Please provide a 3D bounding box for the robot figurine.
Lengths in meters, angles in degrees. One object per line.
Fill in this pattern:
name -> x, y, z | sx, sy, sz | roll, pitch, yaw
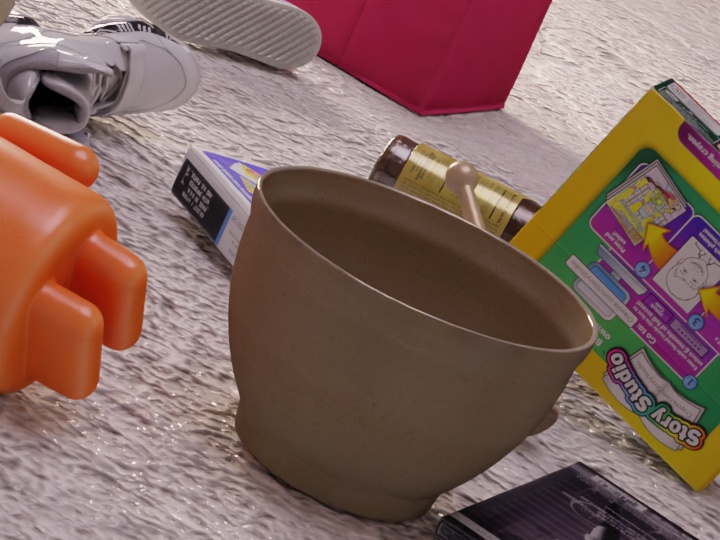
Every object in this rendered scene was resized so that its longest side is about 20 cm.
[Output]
robot figurine -> -0.203, -0.015, 1.245 | 0.199, 0.144, 0.117 | 29, 1, 13

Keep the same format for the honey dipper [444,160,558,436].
honey dipper -> 0.082, 0.012, 1.550 | 0.038, 0.038, 0.201 | 12, 48, -36

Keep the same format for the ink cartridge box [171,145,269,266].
ink cartridge box -> 0.000, 0.000, 1.602 | 0.199, 0.044, 0.198 | 13, 23, -38

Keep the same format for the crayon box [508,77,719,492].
crayon box -> 0.207, 0.010, 1.563 | 0.200, 0.173, 0.058 | 45, 23, 8

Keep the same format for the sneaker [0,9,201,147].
sneaker -> -0.183, -0.125, 1.676 | 0.199, 0.075, 0.115 | 6, 26, -35

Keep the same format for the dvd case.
dvd case -> 0.142, 0.166, 1.361 | 0.148, 0.016, 0.200 | 33, 18, 21

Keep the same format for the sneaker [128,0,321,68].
sneaker -> -0.138, -0.234, 2.077 | 0.200, 0.073, 0.114 | 26, 10, -35

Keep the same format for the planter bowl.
planter bowl -> 0.010, 0.049, 1.320 | 0.199, 0.135, 0.200 | 23, 18, -8

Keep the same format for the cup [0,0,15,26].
cup -> -0.303, -0.190, 1.550 | 0.143, 0.200, 0.200 | 48, 10, -18

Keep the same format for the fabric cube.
fabric cube -> 0.058, -0.278, 2.246 | 0.199, 0.200, 0.196 | 31, 19, 20

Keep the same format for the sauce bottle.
sauce bottle -> 0.100, -0.030, 1.804 | 0.199, 0.065, 0.065 | 29, 17, 7
